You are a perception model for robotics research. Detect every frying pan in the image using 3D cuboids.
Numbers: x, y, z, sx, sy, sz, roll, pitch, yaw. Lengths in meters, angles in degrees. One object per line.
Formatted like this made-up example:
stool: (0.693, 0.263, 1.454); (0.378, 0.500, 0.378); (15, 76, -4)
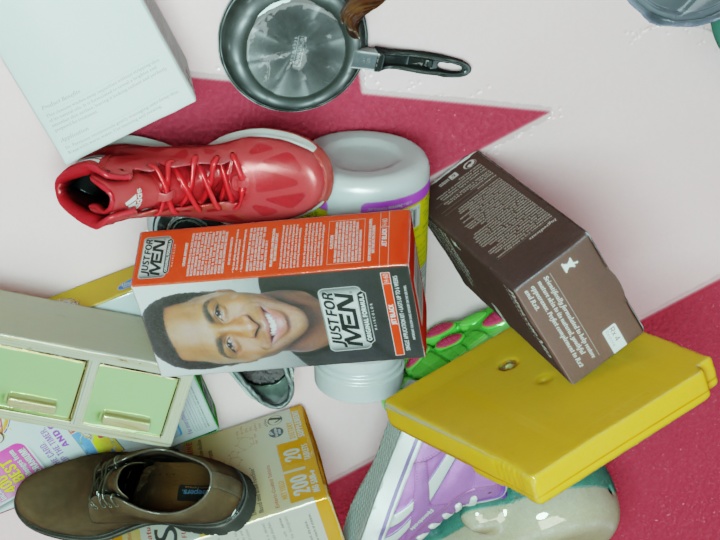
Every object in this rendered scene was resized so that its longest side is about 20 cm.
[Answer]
frying pan: (-0.020, -0.153, 1.265); (0.190, 0.031, 0.115); (30, 109, -21)

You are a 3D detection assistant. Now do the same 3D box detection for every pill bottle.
pill bottle: (0.000, 0.000, 1.304); (0.104, 0.104, 0.201); (-4, 118, -10)

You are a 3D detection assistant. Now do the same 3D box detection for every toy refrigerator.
toy refrigerator: (-0.232, 0.072, 1.265); (0.199, 0.070, 0.076); (12, 117, -18)

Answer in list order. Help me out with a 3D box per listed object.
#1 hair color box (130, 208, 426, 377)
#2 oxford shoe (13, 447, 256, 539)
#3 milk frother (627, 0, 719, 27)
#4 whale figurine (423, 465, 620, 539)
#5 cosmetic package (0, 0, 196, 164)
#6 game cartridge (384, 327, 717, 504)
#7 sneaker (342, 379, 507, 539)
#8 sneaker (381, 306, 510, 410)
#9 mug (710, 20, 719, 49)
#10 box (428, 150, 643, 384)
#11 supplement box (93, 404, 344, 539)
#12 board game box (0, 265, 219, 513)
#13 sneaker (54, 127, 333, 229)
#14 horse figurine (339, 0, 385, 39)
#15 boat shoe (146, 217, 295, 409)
hair color box: (-0.056, 0.018, 1.212); (0.199, 0.061, 0.102); (-5, 134, 8)
oxford shoe: (-0.188, 0.166, 1.296); (0.199, 0.073, 0.084); (-8, 155, 18)
milk frother: (0.165, -0.284, 1.139); (0.199, 0.188, 0.181); (2, 117, -12)
whale figurine: (0.124, 0.206, 1.452); (0.199, 0.104, 0.159); (-21, 155, 24)
cosmetic package: (-0.209, -0.191, 1.175); (0.112, 0.081, 0.201); (-24, 118, 2)
game cartridge: (0.139, 0.093, 1.231); (0.176, 0.200, 0.033); (-28, 115, -22)
sneaker: (0.057, 0.193, 1.355); (0.114, 0.073, 0.201); (18, 114, -14)
sneaker: (0.109, 0.074, 1.382); (0.199, 0.077, 0.084); (-28, 115, 5)
mug: (0.340, -0.212, 1.247); (0.114, 0.186, 0.152); (40, 138, -26)
box: (0.123, -0.006, 1.266); (0.075, 0.200, 0.100); (-37, 119, -5)
supplement box: (-0.122, 0.201, 1.371); (0.199, 0.126, 0.074); (-18, 124, -3)
board game box: (-0.233, 0.096, 1.343); (0.199, 0.040, 0.154); (-20, 120, 0)
sneaker: (-0.126, -0.054, 1.203); (0.199, 0.116, 0.079); (-2, 107, 19)
horse figurine: (-0.008, -0.271, 1.183); (0.132, 0.050, 0.201); (-22, 113, -19)
boat shoe: (-0.107, 0.026, 1.316); (0.073, 0.068, 0.200); (-22, 119, 0)
